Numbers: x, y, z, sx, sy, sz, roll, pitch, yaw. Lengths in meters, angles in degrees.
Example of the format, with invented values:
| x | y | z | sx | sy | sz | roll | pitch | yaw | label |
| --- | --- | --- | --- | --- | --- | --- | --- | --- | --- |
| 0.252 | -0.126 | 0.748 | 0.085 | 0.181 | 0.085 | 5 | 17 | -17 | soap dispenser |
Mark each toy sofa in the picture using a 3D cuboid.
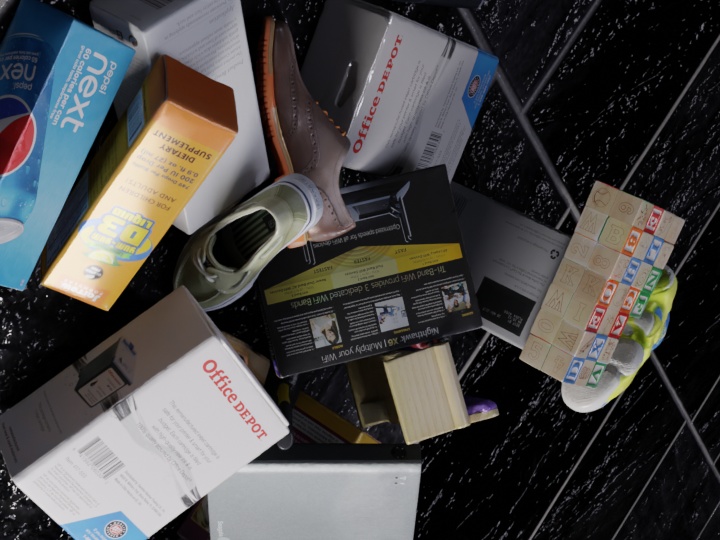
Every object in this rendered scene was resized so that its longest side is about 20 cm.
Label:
| x | y | z | sx | sy | sz | roll | pitch | yaw | label |
| --- | --- | --- | --- | --- | --- | --- | --- | --- | --- |
| 0.055 | 0.111 | 1.251 | 0.097 | 0.200 | 0.083 | -16 | 91 | -13 | toy sofa |

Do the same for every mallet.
| x | y | z | sx | sy | sz | roll | pitch | yaw | label |
| --- | --- | --- | --- | --- | --- | --- | --- | --- | --- |
| -0.071 | 0.122 | 1.224 | 0.200 | 0.041 | 0.066 | -145 | -106 | -82 | mallet |

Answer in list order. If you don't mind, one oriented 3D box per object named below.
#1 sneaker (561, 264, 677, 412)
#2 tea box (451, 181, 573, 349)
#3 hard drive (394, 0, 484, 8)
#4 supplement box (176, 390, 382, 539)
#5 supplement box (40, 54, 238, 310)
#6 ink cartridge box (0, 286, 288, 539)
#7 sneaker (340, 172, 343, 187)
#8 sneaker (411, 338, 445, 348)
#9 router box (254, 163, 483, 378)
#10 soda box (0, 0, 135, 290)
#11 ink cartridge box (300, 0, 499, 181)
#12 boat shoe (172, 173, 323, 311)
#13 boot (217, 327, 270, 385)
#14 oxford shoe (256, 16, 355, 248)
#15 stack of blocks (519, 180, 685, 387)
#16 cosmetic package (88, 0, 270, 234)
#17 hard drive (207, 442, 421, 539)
| x | y | z | sx | sy | sz | roll | pitch | yaw | label |
| --- | --- | --- | --- | --- | --- | --- | --- | --- | --- |
| 0.298 | 0.090 | 1.421 | 0.200 | 0.076 | 0.105 | -52 | 147 | -15 | sneaker |
| 0.175 | 0.008 | 1.445 | 0.196 | 0.199 | 0.134 | 24 | 94 | -58 | tea box |
| 0.102 | -0.351 | 1.226 | 0.135 | 0.042 | 0.201 | -9 | 120 | -51 | hard drive |
| -0.076 | 0.237 | 1.339 | 0.201 | 0.131 | 0.103 | -56 | 148 | -6 | supplement box |
| -0.172 | -0.063 | 0.971 | 0.066 | 0.069 | 0.200 | 23 | 124 | -29 | supplement box |
| -0.184 | 0.134 | 1.081 | 0.200 | 0.086 | 0.147 | -37 | 132 | -6 | ink cartridge box |
| -0.020 | -0.008 | 1.246 | 0.074 | 0.118 | 0.202 | -18 | 126 | -44 | sneaker |
| 0.018 | 0.050 | 1.374 | 0.097 | 0.071 | 0.201 | -25 | 124 | 14 | sneaker |
| 0.000 | 0.000 | 1.184 | 0.199 | 0.052 | 0.158 | -13 | 90 | -8 | router box |
| -0.247 | -0.091 | 0.930 | 0.068 | 0.064 | 0.201 | 20 | 96 | -56 | soda box |
| 0.031 | -0.169 | 1.226 | 0.200 | 0.086 | 0.147 | 8 | 107 | -54 | ink cartridge box |
| -0.113 | -0.020 | 1.091 | 0.062 | 0.072 | 0.200 | -28 | 172 | -48 | boat shoe |
| -0.164 | 0.133 | 1.194 | 0.167 | 0.072 | 0.200 | -61 | 151 | -7 | boot |
| -0.049 | -0.125 | 1.113 | 0.072 | 0.071 | 0.201 | -10 | 100 | -6 | oxford shoe |
| 0.252 | 0.018 | 1.320 | 0.115 | 0.058 | 0.201 | 15 | 101 | -54 | stack of blocks |
| -0.142 | -0.141 | 1.029 | 0.102 | 0.074 | 0.201 | -38 | 142 | -31 | cosmetic package |
| -0.046 | 0.217 | 1.207 | 0.033 | 0.199 | 0.140 | -92 | -176 | -47 | hard drive |
